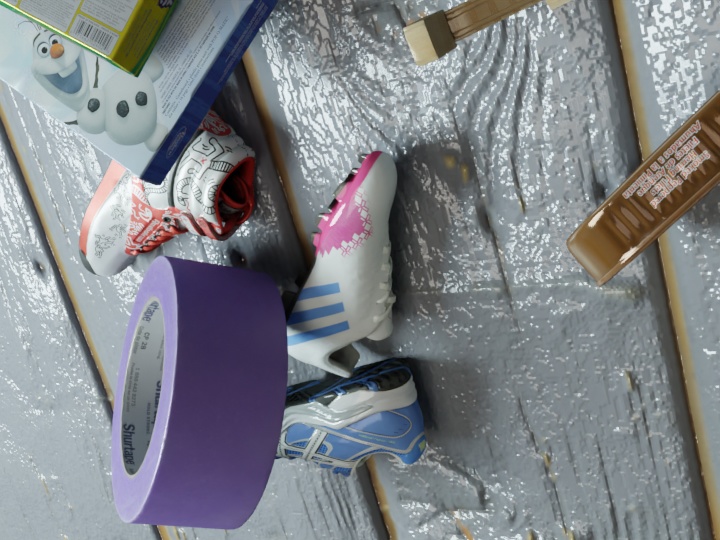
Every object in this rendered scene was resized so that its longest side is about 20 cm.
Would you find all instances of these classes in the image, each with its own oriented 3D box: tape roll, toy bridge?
[{"bbox_3d":[-0.128,0.093,0.814,0.084,0.201,0.201,9,131,-23],"label":"tape roll"},{"bbox_3d":[0.121,-0.172,0.609,0.199,0.067,0.027,-19,104,35],"label":"toy bridge"}]

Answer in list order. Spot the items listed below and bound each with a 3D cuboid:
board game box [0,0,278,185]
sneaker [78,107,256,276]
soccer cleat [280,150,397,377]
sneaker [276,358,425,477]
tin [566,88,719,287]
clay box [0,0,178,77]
[{"bbox_3d":[-0.166,-0.196,0.726,0.198,0.043,0.201,35,93,11],"label":"board game box"},{"bbox_3d":[-0.152,-0.044,0.844,0.108,0.067,0.202,39,125,12],"label":"sneaker"},{"bbox_3d":[0.000,0.000,0.780,0.086,0.070,0.201,31,132,3],"label":"soccer cleat"},{"bbox_3d":[-0.035,0.132,0.856,0.199,0.076,0.078,-17,101,38],"label":"sneaker"},{"bbox_3d":[0.193,-0.067,0.593,0.042,0.112,0.200,50,128,12],"label":"tin"},{"bbox_3d":[-0.149,-0.241,0.680,0.114,0.048,0.201,29,90,12],"label":"clay box"}]
